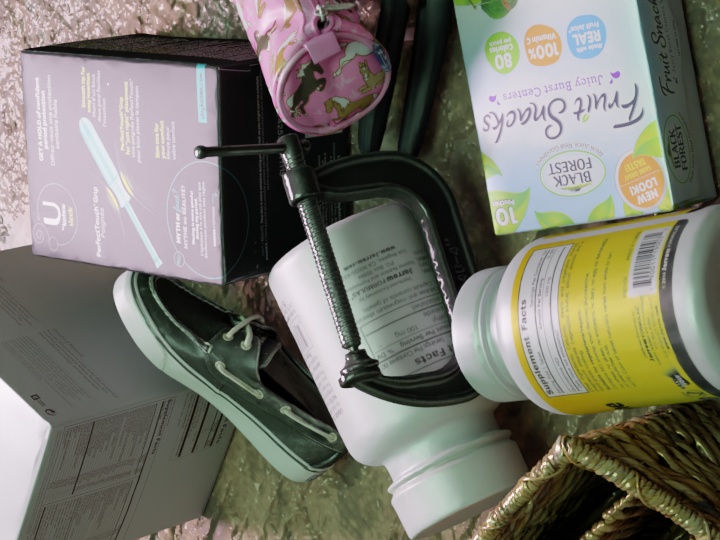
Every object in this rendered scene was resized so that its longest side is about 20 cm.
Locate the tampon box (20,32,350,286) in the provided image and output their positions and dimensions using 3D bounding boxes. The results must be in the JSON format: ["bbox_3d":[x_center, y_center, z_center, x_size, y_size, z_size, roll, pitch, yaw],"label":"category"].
[{"bbox_3d":[-0.122,-0.082,1.704,0.199,0.126,0.151,9,105,42],"label":"tampon box"}]

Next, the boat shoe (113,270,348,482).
[{"bbox_3d":[-0.082,0.059,1.710,0.200,0.071,0.064,42,126,-10],"label":"boat shoe"}]

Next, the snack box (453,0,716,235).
[{"bbox_3d":[0.132,-0.130,1.512,0.142,0.053,0.201,-7,95,44],"label":"snack box"}]

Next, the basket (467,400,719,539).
[{"bbox_3d":[0.154,0.194,1.500,0.143,0.149,0.200,54,128,20],"label":"basket"}]

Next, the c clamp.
[{"bbox_3d":[0.000,0.000,1.545,0.027,0.170,0.201,-41,67,54],"label":"c clamp"}]

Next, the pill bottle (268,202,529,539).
[{"bbox_3d":[0.030,0.067,1.607,0.114,0.114,0.201,-36,75,41],"label":"pill bottle"}]

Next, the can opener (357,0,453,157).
[{"bbox_3d":[0.034,-0.164,1.601,0.063,0.079,0.201,4,109,2],"label":"can opener"}]

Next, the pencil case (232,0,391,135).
[{"bbox_3d":[-0.044,-0.179,1.600,0.087,0.083,0.200,-47,42,23],"label":"pencil case"}]

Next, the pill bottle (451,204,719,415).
[{"bbox_3d":[0.156,0.028,1.486,0.200,0.112,0.113,-10,92,44],"label":"pill bottle"}]

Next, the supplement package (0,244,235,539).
[{"bbox_3d":[-0.224,0.094,1.786,0.191,0.200,0.148,40,124,30],"label":"supplement package"}]
